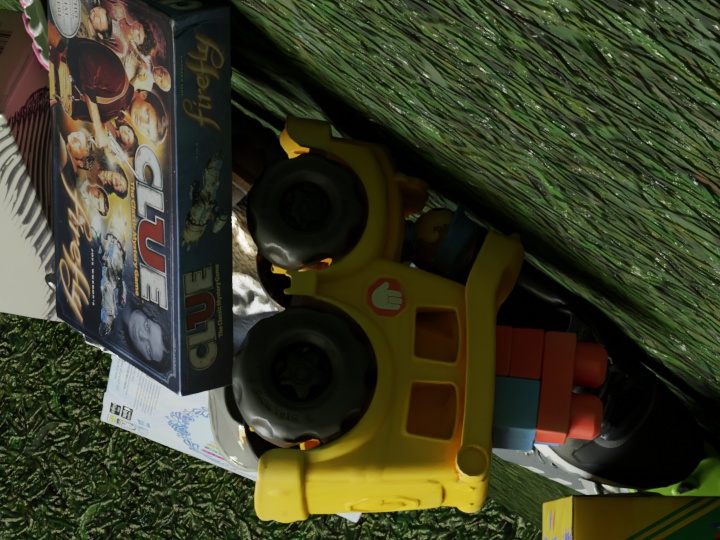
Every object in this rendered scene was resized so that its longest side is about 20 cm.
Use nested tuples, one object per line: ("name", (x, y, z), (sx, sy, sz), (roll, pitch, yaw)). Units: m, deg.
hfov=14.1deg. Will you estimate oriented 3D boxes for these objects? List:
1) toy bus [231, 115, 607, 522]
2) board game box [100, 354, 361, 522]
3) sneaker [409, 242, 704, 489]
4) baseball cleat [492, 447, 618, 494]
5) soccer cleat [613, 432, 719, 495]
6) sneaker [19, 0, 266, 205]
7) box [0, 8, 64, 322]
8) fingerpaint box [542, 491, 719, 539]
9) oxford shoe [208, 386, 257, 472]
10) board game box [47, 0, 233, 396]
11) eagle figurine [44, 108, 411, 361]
("toy bus", (0.032, 0.030, 1.515), (0.191, 0.201, 0.136), (2, 165, 3))
("board game box", (-0.073, 0.092, 1.986), (0.198, 0.044, 0.200), (23, 158, 0))
("sneaker", (0.114, 0.057, 1.620), (0.200, 0.076, 0.088), (36, 169, -11))
("baseball cleat", (0.144, 0.111, 1.902), (0.199, 0.070, 0.106), (21, -178, 21))
("soccer cleat", (0.164, 0.103, 1.810), (0.199, 0.068, 0.081), (30, -162, 6))
("sneaker", (-0.117, -0.104, 1.616), (0.200, 0.087, 0.074), (57, -177, 24))
("box", (-0.201, -0.061, 1.739), (0.068, 0.082, 0.200), (9, 145, 20))
("fingerpaint box", (0.193, 0.163, 1.666), (0.166, 0.074, 0.200), (0, 174, 0))
("oxford shoe", (-0.076, 0.028, 1.865), (0.075, 0.201, 0.058), (-5, 160, -18))
("board game box", (-0.114, -0.052, 1.499), (0.034, 0.201, 0.135), (-13, -156, -31))
("eagle figurine", (-0.069, -0.021, 1.689), (0.199, 0.151, 0.152), (6, 113, 49))
